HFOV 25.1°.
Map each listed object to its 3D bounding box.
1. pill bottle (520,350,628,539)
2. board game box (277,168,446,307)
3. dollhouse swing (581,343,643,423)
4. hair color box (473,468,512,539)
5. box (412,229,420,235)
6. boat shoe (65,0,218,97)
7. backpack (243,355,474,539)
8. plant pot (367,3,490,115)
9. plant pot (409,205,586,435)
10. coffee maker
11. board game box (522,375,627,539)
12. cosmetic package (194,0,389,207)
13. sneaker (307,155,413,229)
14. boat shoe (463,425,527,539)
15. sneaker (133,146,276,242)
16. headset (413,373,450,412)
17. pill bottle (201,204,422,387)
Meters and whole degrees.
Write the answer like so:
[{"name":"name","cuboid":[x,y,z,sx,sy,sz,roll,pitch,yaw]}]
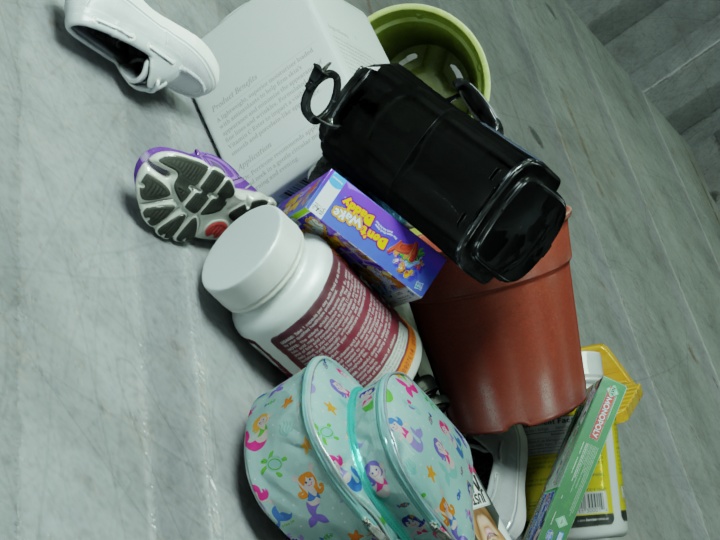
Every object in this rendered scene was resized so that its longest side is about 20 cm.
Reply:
[{"name":"pill bottle","cuboid":[0.228,0.194,1.776,0.114,0.113,0.202,15,68,-61]},{"name":"board game box","cuboid":[-0.014,-0.021,1.527,0.134,0.045,0.200,38,-16,-9]},{"name":"dollhouse swing","cuboid":[0.223,0.098,1.944,0.200,0.180,0.178,-27,102,-69]},{"name":"hair color box","cuboid":[0.101,0.264,1.546,0.201,0.060,0.099,62,20,13]},{"name":"box","cuboid":[0.047,-0.074,1.913,0.050,0.075,0.201,46,24,-25]},{"name":"boat shoe","cuboid":[-0.206,-0.207,1.532,0.200,0.071,0.069,43,50,-53]},{"name":"backpack","cuboid":[-0.001,0.170,1.344,0.200,0.150,0.178,43,25,-21]},{"name":"plant pot","cuboid":[0.074,-0.232,2.084,0.201,0.199,0.184,57,8,1]},{"name":"plant pot","cuboid":[0.142,0.053,1.665,0.201,0.199,0.197,-38,115,-70]},{"name":"coffee maker","cuboid":[0.064,-0.086,1.456,0.191,0.136,0.200,-4,34,-46]},{"name":"board game box","cuboid":[0.212,0.211,1.647,0.029,0.202,0.135,23,-9,4]},{"name":"cosmetic package","cuboid":[-0.055,-0.169,1.686,0.165,0.164,0.201,18,43,-61]},{"name":"sneaker","cuboid":[-0.013,-0.057,1.612,0.200,0.086,0.076,24,38,-63]},{"name":"boat shoe","cuboid":[0.129,0.203,1.705,0.069,0.072,0.201,45,32,-27]},{"name":"sneaker","cuboid":[-0.156,-0.075,1.478,0.083,0.081,0.200,46,8,22]},{"name":"headset","cuboid":[0.026,0.116,1.614,0.124,0.093,0.200,58,4,-9]},{"name":"pill bottle","cuboid":[-0.044,0.040,1.470,0.200,0.114,0.115,45,23,-31]}]
